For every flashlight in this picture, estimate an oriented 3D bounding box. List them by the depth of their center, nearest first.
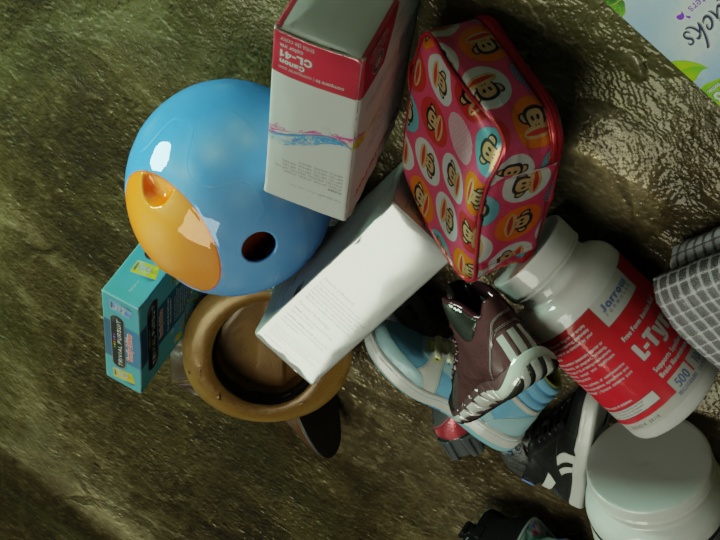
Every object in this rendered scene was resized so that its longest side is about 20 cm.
[{"bbox_3d":[0.074,0.106,1.656,0.067,0.068,0.201,-30,114,5],"label":"flashlight"}]

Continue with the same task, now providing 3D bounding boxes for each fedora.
[{"bbox_3d":[-0.101,0.071,1.715,0.198,0.082,0.203,-1,124,-1],"label":"fedora"}]

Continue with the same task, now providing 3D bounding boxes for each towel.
[{"bbox_3d":[0.364,0.044,1.313,0.200,0.086,0.165,43,146,-11],"label":"towel"}]

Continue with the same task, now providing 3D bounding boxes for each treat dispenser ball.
[{"bbox_3d":[-0.122,-0.077,1.479,0.199,0.202,0.202,22,144,18],"label":"treat dispenser ball"}]

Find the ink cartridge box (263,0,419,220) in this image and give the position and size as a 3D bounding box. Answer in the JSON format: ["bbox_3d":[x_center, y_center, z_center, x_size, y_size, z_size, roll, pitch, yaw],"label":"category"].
[{"bbox_3d":[-0.015,-0.165,1.328,0.085,0.148,0.201,21,142,7],"label":"ink cartridge box"}]

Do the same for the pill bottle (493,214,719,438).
[{"bbox_3d":[0.219,0.047,1.416,0.200,0.113,0.112,42,145,-10],"label":"pill bottle"}]

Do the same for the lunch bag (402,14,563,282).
[{"bbox_3d":[0.090,-0.110,1.331,0.177,0.081,0.201,59,157,30],"label":"lunch bag"}]

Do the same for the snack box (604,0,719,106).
[{"bbox_3d":[0.267,-0.226,1.091,0.168,0.068,0.200,41,146,-7],"label":"snack box"}]

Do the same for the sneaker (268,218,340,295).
[{"bbox_3d":[-0.058,-0.006,1.588,0.198,0.092,0.078,3,158,29],"label":"sneaker"}]

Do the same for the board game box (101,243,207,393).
[{"bbox_3d":[-0.194,0.005,1.640,0.047,0.201,0.152,26,144,13],"label":"board game box"}]

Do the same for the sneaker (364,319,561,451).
[{"bbox_3d":[0.111,0.081,1.551,0.199,0.080,0.131,32,122,-17],"label":"sneaker"}]

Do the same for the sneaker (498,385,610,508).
[{"bbox_3d":[0.192,0.167,1.615,0.111,0.073,0.201,21,144,17],"label":"sneaker"}]

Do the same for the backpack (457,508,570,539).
[{"bbox_3d":[0.191,0.392,1.795,0.149,0.178,0.201,7,141,42],"label":"backpack"}]

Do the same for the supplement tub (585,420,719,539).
[{"bbox_3d":[0.300,0.254,1.567,0.139,0.141,0.201,11,139,31],"label":"supplement tub"}]

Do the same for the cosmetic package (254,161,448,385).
[{"bbox_3d":[0.000,0.000,1.478,0.081,0.113,0.200,40,115,-12],"label":"cosmetic package"}]

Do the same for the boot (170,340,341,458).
[{"bbox_3d":[-0.132,0.148,1.874,0.199,0.064,0.188,-12,111,43],"label":"boot"}]

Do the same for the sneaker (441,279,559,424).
[{"bbox_3d":[0.109,0.066,1.439,0.116,0.075,0.200,58,158,6],"label":"sneaker"}]
